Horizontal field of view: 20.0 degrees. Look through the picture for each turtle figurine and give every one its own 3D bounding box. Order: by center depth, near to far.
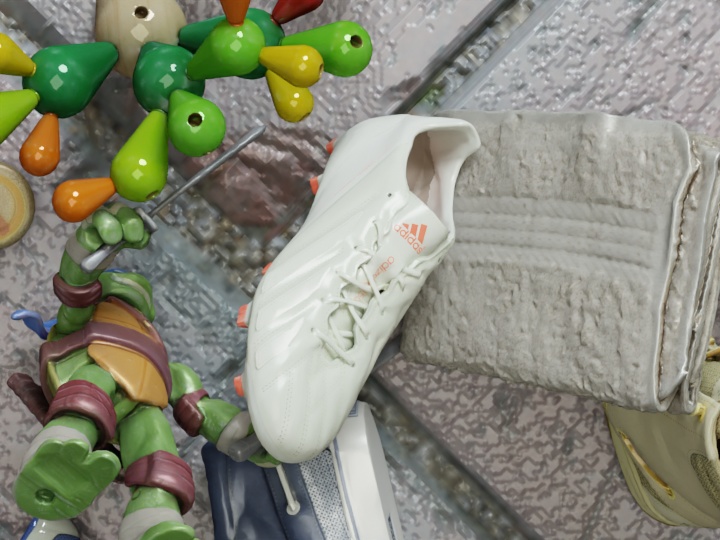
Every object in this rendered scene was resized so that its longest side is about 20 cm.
[{"bbox_3d":[-0.083,0.042,0.956,0.199,0.194,0.144,-4,127,5],"label":"turtle figurine"}]

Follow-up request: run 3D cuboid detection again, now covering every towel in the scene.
[{"bbox_3d":[0.091,-0.008,0.971,0.034,0.200,0.133,11,88,-38],"label":"towel"}]

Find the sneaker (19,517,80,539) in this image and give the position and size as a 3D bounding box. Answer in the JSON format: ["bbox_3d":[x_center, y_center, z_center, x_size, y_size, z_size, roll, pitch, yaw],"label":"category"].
[{"bbox_3d":[-0.231,0.176,1.039,0.199,0.075,0.089,-13,83,-7],"label":"sneaker"}]

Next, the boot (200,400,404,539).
[{"bbox_3d":[-0.018,0.172,1.042,0.090,0.073,0.201,-13,86,7],"label":"boot"}]

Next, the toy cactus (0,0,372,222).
[{"bbox_3d":[-0.102,-0.104,0.964,0.199,0.165,0.103,-23,123,-5],"label":"toy cactus"}]

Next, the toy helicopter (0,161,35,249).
[{"bbox_3d":[-0.251,-0.075,1.023,0.199,0.079,0.133,26,84,-13],"label":"toy helicopter"}]

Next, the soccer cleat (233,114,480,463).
[{"bbox_3d":[0.000,0.000,0.954,0.077,0.200,0.069,-10,134,34],"label":"soccer cleat"}]

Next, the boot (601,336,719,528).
[{"bbox_3d":[0.151,0.039,0.981,0.073,0.155,0.201,-22,96,-12],"label":"boot"}]
